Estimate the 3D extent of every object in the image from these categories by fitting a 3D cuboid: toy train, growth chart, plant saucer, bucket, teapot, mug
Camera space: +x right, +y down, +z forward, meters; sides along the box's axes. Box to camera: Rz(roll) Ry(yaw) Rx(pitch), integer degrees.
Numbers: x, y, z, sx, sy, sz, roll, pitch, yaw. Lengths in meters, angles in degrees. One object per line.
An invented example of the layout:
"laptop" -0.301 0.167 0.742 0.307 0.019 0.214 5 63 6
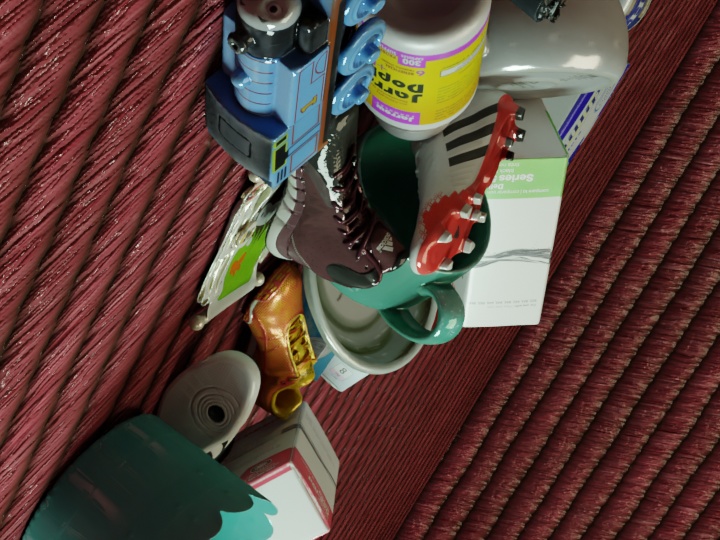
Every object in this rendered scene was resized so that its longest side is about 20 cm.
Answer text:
"toy train" -0.044 -0.147 1.093 0.114 0.087 0.200 -44 165 -24
"growth chart" -0.085 -0.038 1.386 0.145 0.018 0.200 -43 163 -51
"plant saucer" 0.000 0.000 1.584 0.200 0.050 0.201 7 81 -50
"bucket" -0.182 0.232 1.395 0.207 0.135 0.207 -47 162 -20
"teapot" 0.144 -0.236 1.469 0.200 0.197 0.147 172 -84 -76
"mug" 0.022 -0.030 1.461 0.114 0.152 0.185 -35 -148 44

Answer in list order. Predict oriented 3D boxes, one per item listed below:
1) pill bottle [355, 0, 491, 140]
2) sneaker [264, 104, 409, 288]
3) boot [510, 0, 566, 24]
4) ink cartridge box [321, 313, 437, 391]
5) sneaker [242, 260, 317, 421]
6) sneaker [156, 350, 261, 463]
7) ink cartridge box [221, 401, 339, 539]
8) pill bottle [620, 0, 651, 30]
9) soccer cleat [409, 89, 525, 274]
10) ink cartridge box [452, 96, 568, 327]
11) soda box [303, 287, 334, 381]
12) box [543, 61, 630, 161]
"pill bottle" 0.047 -0.179 1.317 0.104 0.104 0.200 -52 168 -17
"sneaker" -0.002 -0.056 1.332 0.076 0.115 0.200 -49 168 -34
"boot" 0.124 -0.288 1.172 0.200 0.168 0.076 -54 168 -13
"ink cartridge box" 0.049 0.023 1.736 0.200 0.057 0.163 -38 -161 36
"sneaker" -0.070 0.065 1.575 0.073 0.077 0.200 -47 159 -33
"sneaker" -0.140 0.131 1.515 0.200 0.073 0.112 -53 175 29
"ink cartridge box" -0.103 0.217 1.602 0.145 0.085 0.200 -28 -169 7
"pill bottle" 0.251 -0.308 1.767 0.120 0.120 0.200 -59 168 16
"soccer cleat" 0.073 -0.080 1.410 0.069 0.085 0.200 80 33 -55
"ink cartridge box" 0.130 -0.066 1.589 0.146 0.084 0.201 -106 -162 -51
"soda box" -0.019 0.012 1.679 0.200 0.064 0.068 -56 169 -3
"box" 0.223 -0.201 1.983 0.184 0.105 0.200 -59 168 13
